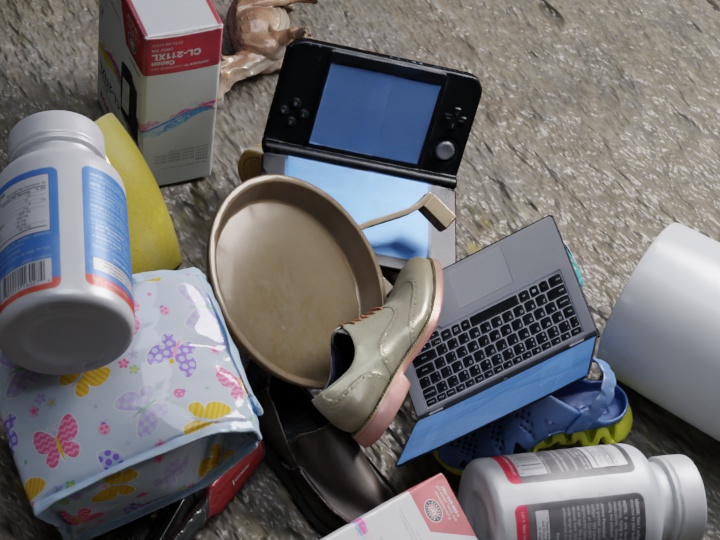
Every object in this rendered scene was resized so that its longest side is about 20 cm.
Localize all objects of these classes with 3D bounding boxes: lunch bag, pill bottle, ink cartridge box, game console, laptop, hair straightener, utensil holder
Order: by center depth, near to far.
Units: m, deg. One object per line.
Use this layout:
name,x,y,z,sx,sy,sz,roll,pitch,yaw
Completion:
pill bottle,-0.241,-0.027,1.532,0.111,0.113,0.201,1,53,-12
ink cartridge box,0.006,0.263,1.543,0.199,0.067,0.117,-24,83,-33
lunch bag,-0.191,0.109,1.579,0.199,0.127,0.171,-26,65,0
hair straightener,-0.160,0.206,1.618,0.076,0.041,0.201,11,47,28
pill bottle,0.192,0.208,1.637,0.198,0.111,0.111,-4,48,-16
laptop,0.104,0.059,1.674,0.186,0.116,0.202,-26,63,16
utensil holder,0.342,0.070,1.764,0.199,0.171,0.170,30,48,17
game console,0.012,-0.107,1.805,0.198,0.174,0.119,10,26,-14
ink cartridge box,-0.200,-0.203,1.874,0.082,0.201,0.146,-13,50,-20

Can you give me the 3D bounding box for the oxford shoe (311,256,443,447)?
oxford shoe,0.018,0.055,1.667,0.073,0.071,0.201,32,50,-12

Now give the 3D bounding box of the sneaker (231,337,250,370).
sneaker,-0.128,0.091,1.710,0.199,0.076,0.092,-32,68,-27

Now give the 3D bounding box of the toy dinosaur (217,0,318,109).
toy dinosaur,-0.116,-0.258,2.032,0.134,0.086,0.201,7,40,3

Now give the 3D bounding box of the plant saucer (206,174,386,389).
plant saucer,-0.060,0.012,1.688,0.199,0.029,0.202,20,57,-35

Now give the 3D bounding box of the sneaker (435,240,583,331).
sneaker,0.134,0.030,1.819,0.199,0.078,0.080,-32,80,-26

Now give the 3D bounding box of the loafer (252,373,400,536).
loafer,-0.033,0.163,1.653,0.073,0.072,0.200,-31,60,-35

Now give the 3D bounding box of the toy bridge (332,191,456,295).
toy bridge,0.000,0.000,1.774,0.067,0.027,0.200,44,78,-6

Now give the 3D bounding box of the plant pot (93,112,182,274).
plant pot,-0.246,-0.021,1.719,0.142,0.200,0.200,45,49,-3

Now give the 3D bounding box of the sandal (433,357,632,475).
sandal,0.156,0.126,1.719,0.198,0.088,0.080,-17,52,-16

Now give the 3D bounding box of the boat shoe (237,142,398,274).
boat shoe,-0.027,-0.070,1.882,0.199,0.074,0.069,32,45,4
